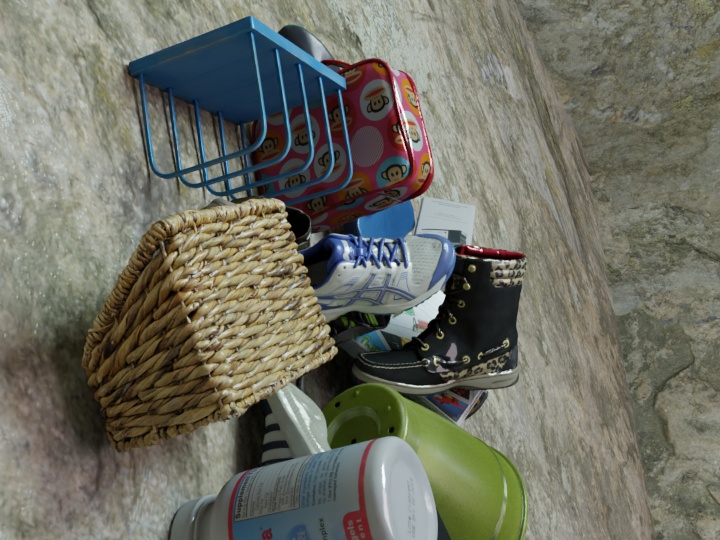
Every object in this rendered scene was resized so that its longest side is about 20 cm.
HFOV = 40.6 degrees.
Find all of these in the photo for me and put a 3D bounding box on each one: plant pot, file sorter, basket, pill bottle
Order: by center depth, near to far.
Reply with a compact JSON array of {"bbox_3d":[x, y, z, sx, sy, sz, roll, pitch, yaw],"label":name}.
[{"bbox_3d":[-0.132,0.038,0.770,0.200,0.142,0.150,-25,95,-66],"label":"basket"},{"bbox_3d":[-0.047,0.205,0.772,0.109,0.198,0.110,48,32,-45],"label":"pill bottle"},{"bbox_3d":[-0.109,-0.143,0.971,0.200,0.137,0.124,14,65,-65],"label":"file sorter"},{"bbox_3d":[0.040,0.219,0.999,0.193,0.199,0.202,47,33,-35],"label":"plant pot"}]

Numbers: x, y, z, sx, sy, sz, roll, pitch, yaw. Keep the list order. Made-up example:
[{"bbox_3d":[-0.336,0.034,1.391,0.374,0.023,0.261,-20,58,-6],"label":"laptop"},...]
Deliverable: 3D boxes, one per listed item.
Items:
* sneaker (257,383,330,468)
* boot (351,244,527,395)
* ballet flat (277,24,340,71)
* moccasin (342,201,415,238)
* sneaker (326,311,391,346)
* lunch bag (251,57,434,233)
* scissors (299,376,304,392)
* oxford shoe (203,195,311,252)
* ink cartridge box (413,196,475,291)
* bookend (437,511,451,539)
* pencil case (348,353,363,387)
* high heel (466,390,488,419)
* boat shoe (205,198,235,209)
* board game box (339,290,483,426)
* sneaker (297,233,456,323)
[{"bbox_3d":[-0.072,0.175,0.911,0.075,0.085,0.200,35,12,-33],"label":"sneaker"},{"bbox_3d":[0.091,0.052,1.039,0.073,0.198,0.152,-139,-127,-64],"label":"boot"},{"bbox_3d":[-0.049,-0.226,1.264,0.200,0.072,0.074,55,28,-42],"label":"ballet flat"},{"bbox_3d":[0.016,-0.053,1.296,0.200,0.067,0.081,-17,97,-67],"label":"moccasin"},{"bbox_3d":[-0.017,0.042,1.044,0.199,0.082,0.071,-39,115,-25],"label":"sneaker"},{"bbox_3d":[-0.027,-0.146,1.084,0.082,0.198,0.178,5,69,-61],"label":"lunch bag"},{"bbox_3d":[-0.063,0.186,0.997,0.073,0.014,0.202,33,46,-57],"label":"scissors"},{"bbox_3d":[-0.078,-0.021,1.023,0.200,0.084,0.073,34,42,-60],"label":"oxford shoe"},{"bbox_3d":[0.105,0.014,1.362,0.201,0.083,0.146,-73,171,-54],"label":"ink cartridge box"},{"bbox_3d":[0.001,0.317,0.858,0.202,0.198,0.092,65,21,12],"label":"bookend"},{"bbox_3d":[0.018,0.072,1.181,0.092,0.084,0.202,32,46,-52],"label":"pencil case"},{"bbox_3d":[0.083,0.099,1.238,0.071,0.141,0.202,23,53,-62],"label":"high heel"},{"bbox_3d":[-0.116,0.027,0.928,0.072,0.075,0.201,-48,132,-32],"label":"boat shoe"},{"bbox_3d":[0.062,0.076,1.124,0.199,0.035,0.126,39,61,3],"label":"board game box"},{"bbox_3d":[0.000,0.000,0.975,0.088,0.198,0.076,75,-3,-56],"label":"sneaker"}]
